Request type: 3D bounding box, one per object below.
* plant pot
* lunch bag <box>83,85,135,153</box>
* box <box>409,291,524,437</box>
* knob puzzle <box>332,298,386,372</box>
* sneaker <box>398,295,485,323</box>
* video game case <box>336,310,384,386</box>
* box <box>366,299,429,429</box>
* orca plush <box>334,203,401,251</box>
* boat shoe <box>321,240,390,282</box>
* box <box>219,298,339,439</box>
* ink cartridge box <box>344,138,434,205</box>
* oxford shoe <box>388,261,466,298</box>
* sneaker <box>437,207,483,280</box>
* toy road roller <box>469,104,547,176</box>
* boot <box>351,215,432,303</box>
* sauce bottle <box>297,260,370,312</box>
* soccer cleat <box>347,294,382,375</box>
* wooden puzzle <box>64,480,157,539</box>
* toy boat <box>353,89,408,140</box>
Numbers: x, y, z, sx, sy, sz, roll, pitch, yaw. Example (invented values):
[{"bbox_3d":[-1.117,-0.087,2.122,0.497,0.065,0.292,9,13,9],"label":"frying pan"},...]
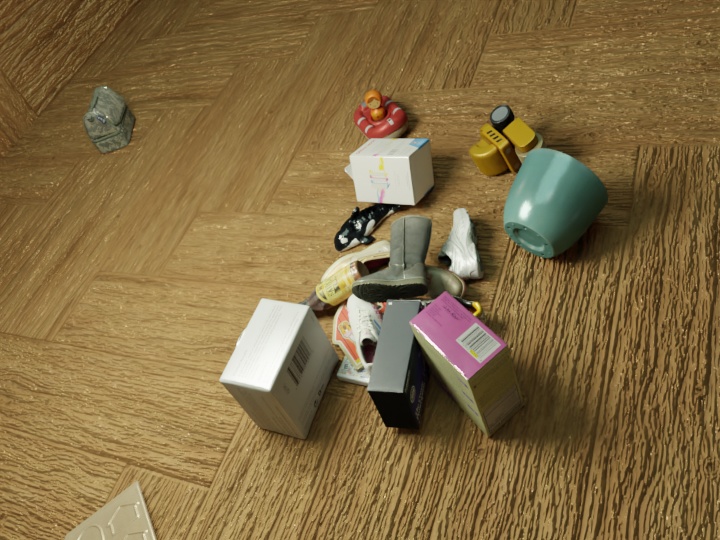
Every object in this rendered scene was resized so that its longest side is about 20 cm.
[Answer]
[{"bbox_3d":[0.396,-0.128,1.417,0.198,0.201,0.163,27,77,40],"label":"plant pot"},{"bbox_3d":[-0.929,-0.556,2.439,0.136,0.169,0.204,-16,46,12],"label":"lunch bag"},{"bbox_3d":[0.199,0.173,1.234,0.096,0.202,0.176,-36,45,-11],"label":"box"},{"bbox_3d":[0.017,0.100,1.475,0.214,0.031,0.224,-14,47,15],"label":"knob puzzle"},{"bbox_3d":[0.164,0.081,1.385,0.194,0.083,0.080,4,55,10],"label":"sneaker"},{"bbox_3d":[0.067,0.169,1.428,0.195,0.023,0.185,6,55,30],"label":"video game case"},{"bbox_3d":[0.083,0.181,1.296,0.077,0.143,0.204,-2,51,23],"label":"box"},{"bbox_3d":[0.011,-0.129,1.681,0.196,0.072,0.107,-25,45,4],"label":"orca plush"},{"bbox_3d":[0.000,0.000,1.572,0.197,0.075,0.070,-30,39,-3],"label":"boat shoe"},{"bbox_3d":[-0.161,0.204,1.383,0.127,0.202,0.202,7,54,27],"label":"box"},{"bbox_3d":[0.071,-0.255,1.702,0.195,0.128,0.128,7,32,31],"label":"ink cartridge box"},{"bbox_3d":[0.143,0.021,1.471,0.197,0.074,0.072,19,94,43],"label":"oxford shoe"},{"bbox_3d":[0.219,-0.060,1.520,0.097,0.079,0.204,-16,45,16],"label":"sneaker"},{"bbox_3d":[0.358,-0.287,1.625,0.145,0.123,0.201,-41,44,8],"label":"toy road roller"},{"bbox_3d":[0.071,-0.031,1.445,0.176,0.073,0.204,-2,53,5],"label":"boot"},{"bbox_3d":[-0.067,0.051,1.529,0.198,0.066,0.067,-34,41,23],"label":"sauce bottle"},{"bbox_3d":[0.016,0.123,1.383,0.068,0.087,0.204,-22,60,4],"label":"soccer cleat"},{"bbox_3d":[-0.499,0.558,1.350,0.183,0.047,0.200,-36,41,-7],"label":"wooden puzzle"},{"bbox_3d":[0.050,-0.454,1.903,0.129,0.132,0.201,-32,45,-4],"label":"toy boat"}]
